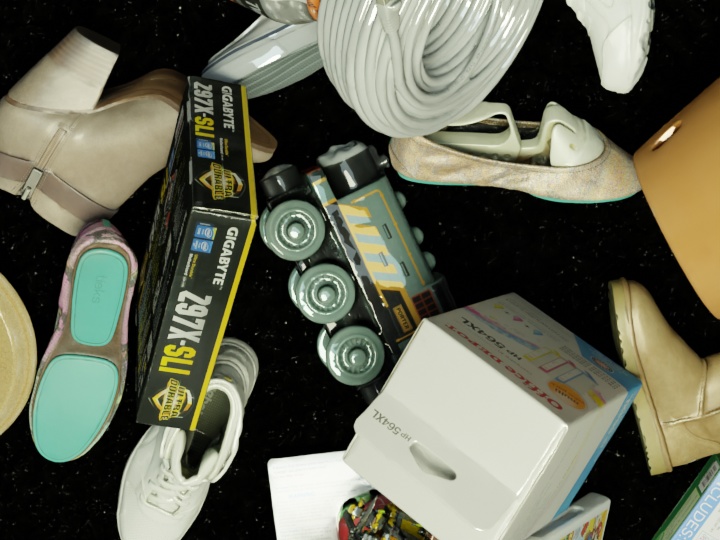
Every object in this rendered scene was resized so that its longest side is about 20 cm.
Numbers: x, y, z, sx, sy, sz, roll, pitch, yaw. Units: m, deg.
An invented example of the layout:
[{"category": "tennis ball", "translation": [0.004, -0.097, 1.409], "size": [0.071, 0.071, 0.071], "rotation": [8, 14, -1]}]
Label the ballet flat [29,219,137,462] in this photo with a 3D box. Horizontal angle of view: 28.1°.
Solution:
[{"category": "ballet flat", "translation": [-0.213, 0.052, 1.124], "size": [0.069, 0.071, 0.201], "rotation": [10, 113, -11]}]

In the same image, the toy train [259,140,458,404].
[{"category": "toy train", "translation": [0.000, 0.000, 1.106], "size": [0.114, 0.085, 0.201], "rotation": [-26, 97, -6]}]

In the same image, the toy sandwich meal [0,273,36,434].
[{"category": "toy sandwich meal", "translation": [-0.347, 0.050, 1.139], "size": [0.204, 0.070, 0.206], "rotation": [0, 106, 1]}]

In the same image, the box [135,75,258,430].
[{"category": "box", "translation": [-0.121, -0.011, 1.030], "size": [0.049, 0.160, 0.201], "rotation": [10, 127, -14]}]

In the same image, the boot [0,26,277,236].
[{"category": "boot", "translation": [-0.183, -0.088, 1.106], "size": [0.199, 0.070, 0.147], "rotation": [30, 110, -6]}]

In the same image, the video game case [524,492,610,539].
[{"category": "video game case", "translation": [0.132, 0.286, 1.113], "size": [0.023, 0.182, 0.201], "rotation": [16, 104, 29]}]

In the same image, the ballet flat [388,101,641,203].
[{"category": "ballet flat", "translation": [0.121, -0.093, 1.076], "size": [0.199, 0.068, 0.067], "rotation": [3, 132, 0]}]

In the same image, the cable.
[{"category": "cable", "translation": [0.054, -0.185, 0.982], "size": [0.069, 0.200, 0.201], "rotation": [35, 143, 24]}]

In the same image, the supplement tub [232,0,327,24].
[{"category": "supplement tub", "translation": [-0.076, -0.249, 0.999], "size": [0.199, 0.122, 0.123], "rotation": [29, 103, 23]}]

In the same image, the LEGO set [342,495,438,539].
[{"category": "LEGO set", "translation": [-0.026, 0.243, 1.043], "size": [0.116, 0.154, 0.201], "rotation": [30, 96, -11]}]

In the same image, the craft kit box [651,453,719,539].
[{"category": "craft kit box", "translation": [0.315, 0.282, 1.167], "size": [0.197, 0.049, 0.200], "rotation": [33, 102, -2]}]

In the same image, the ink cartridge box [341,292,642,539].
[{"category": "ink cartridge box", "translation": [0.094, 0.110, 1.027], "size": [0.128, 0.200, 0.126], "rotation": [35, 109, 19]}]

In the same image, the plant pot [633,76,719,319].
[{"category": "plant pot", "translation": [0.288, -0.055, 1.025], "size": [0.140, 0.200, 0.201], "rotation": [-29, 99, 18]}]

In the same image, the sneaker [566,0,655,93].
[{"category": "sneaker", "translation": [0.162, -0.228, 1.057], "size": [0.099, 0.078, 0.201], "rotation": [-7, 94, 12]}]

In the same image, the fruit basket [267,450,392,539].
[{"category": "fruit basket", "translation": [0.026, 0.241, 1.162], "size": [0.184, 0.094, 0.201], "rotation": [-7, 86, 4]}]

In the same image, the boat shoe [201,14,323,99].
[{"category": "boat shoe", "translation": [-0.037, -0.194, 1.077], "size": [0.199, 0.074, 0.067], "rotation": [-27, 80, 2]}]

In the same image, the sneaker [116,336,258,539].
[{"category": "sneaker", "translation": [-0.146, 0.155, 1.125], "size": [0.073, 0.116, 0.201], "rotation": [24, 104, -4]}]

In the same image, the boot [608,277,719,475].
[{"category": "boot", "translation": [0.302, 0.061, 1.112], "size": [0.199, 0.066, 0.176], "rotation": [-16, 113, 7]}]
